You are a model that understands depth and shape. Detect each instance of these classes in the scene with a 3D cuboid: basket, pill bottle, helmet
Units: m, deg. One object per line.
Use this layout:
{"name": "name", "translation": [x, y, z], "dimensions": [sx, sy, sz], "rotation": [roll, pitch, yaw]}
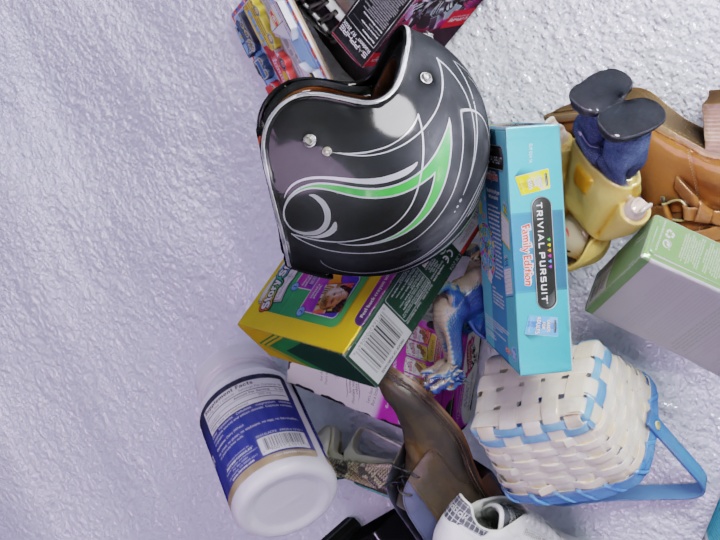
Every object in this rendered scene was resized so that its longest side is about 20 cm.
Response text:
{"name": "basket", "translation": [0.211, 0.159, 1.155], "dimensions": [0.176, 0.139, 0.200], "rotation": [-12, 129, 34]}
{"name": "pill bottle", "translation": [-0.109, 0.178, 1.329], "dimensions": [0.200, 0.116, 0.116], "rotation": [61, 138, 45]}
{"name": "helmet", "translation": [0.014, -0.097, 1.024], "dimensions": [0.190, 0.200, 0.200], "rotation": [-12, 104, -3]}

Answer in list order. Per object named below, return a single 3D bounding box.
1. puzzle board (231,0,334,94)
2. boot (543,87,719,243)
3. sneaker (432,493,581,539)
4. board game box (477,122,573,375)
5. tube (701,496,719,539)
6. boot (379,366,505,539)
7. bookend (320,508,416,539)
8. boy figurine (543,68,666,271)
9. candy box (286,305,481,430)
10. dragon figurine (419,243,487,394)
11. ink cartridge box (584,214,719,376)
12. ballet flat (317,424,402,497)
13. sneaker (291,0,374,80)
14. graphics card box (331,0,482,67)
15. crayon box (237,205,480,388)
{"name": "puzzle board", "translation": [-0.065, -0.186, 1.217], "dimensions": [0.200, 0.017, 0.151], "rotation": [63, 160, -3]}
{"name": "boot", "translation": [0.259, -0.077, 1.069], "dimensions": [0.200, 0.077, 0.156], "rotation": [2, 114, 26]}
{"name": "sneaker", "translation": [0.157, 0.265, 1.201], "dimensions": [0.076, 0.200, 0.081], "rotation": [33, 107, 52]}
{"name": "board game box", "translation": [0.137, -0.025, 1.050], "dimensions": [0.047, 0.151, 0.200], "rotation": [-5, 98, -4]}
{"name": "tube", "translation": [0.351, 0.214, 1.114], "dimensions": [0.077, 0.050, 0.200], "rotation": [-125, 36, -47]}
{"name": "boot", "translation": [0.057, 0.188, 1.195], "dimensions": [0.200, 0.097, 0.075], "rotation": [52, 166, -18]}
{"name": "bookend", "translation": [0.078, 0.336, 1.328], "dimensions": [0.200, 0.092, 0.199], "rotation": [-36, 86, 36]}
{"name": "boy figurine", "translation": [0.191, -0.076, 1.021], "dimensions": [0.124, 0.064, 0.200], "rotation": [52, 155, 27]}
{"name": "candy box", "translation": [0.023, 0.082, 1.284], "dimensions": [0.200, 0.061, 0.137], "rotation": [19, 119, 25]}
{"name": "dragon figurine", "translation": [0.115, 0.030, 1.165], "dimensions": [0.099, 0.200, 0.059], "rotation": [56, 159, -21]}
{"name": "ink cartridge box", "translation": [0.308, 0.039, 1.048], "dimensions": [0.200, 0.048, 0.146], "rotation": [25, 158, 0]}
{"name": "ballet flat", "translation": [-0.008, 0.209, 1.362], "dimensions": [0.200, 0.068, 0.075], "rotation": [4, 89, 28]}
{"name": "sneaker", "translation": [-0.037, -0.257, 1.177], "dimensions": [0.077, 0.082, 0.200], "rotation": [-30, 90, 38]}
{"name": "graphics card box", "translation": [0.076, -0.265, 1.072], "dimensions": [0.051, 0.125, 0.200], "rotation": [52, 127, 15]}
{"name": "crayon box", "translation": [0.000, 0.000, 1.159], "dimensions": [0.172, 0.200, 0.058], "rotation": [11, 151, 52]}
